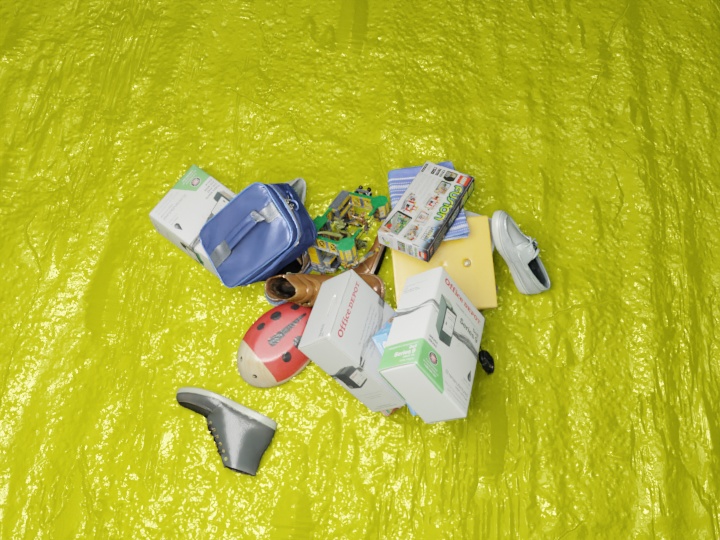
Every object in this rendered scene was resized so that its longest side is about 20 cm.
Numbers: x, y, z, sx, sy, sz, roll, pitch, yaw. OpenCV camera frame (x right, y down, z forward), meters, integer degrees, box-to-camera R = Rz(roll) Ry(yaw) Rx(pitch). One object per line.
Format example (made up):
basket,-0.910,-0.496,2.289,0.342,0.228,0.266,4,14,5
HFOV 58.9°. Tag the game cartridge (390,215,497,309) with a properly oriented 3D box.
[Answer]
game cartridge,0.159,-0.008,1.233,0.194,0.032,0.182,-5,82,2

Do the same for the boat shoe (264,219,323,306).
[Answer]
boat shoe,-0.127,-0.023,1.288,0.071,0.073,0.204,23,68,5

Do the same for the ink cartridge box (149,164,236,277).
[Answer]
ink cartridge box,-0.301,-0.093,1.295,0.198,0.085,0.147,34,70,9

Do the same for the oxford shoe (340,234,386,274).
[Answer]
oxford shoe,0.000,0.000,1.292,0.070,0.072,0.203,25,70,11

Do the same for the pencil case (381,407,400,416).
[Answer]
pencil case,0.003,0.191,1.207,0.198,0.088,0.088,36,70,11

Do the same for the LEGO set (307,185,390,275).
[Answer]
LEGO set,-0.020,-0.061,1.277,0.150,0.118,0.202,9,48,24

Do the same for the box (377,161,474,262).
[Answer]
box,0.126,-0.115,1.202,0.108,0.035,0.202,22,59,23

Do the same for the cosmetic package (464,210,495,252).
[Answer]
cosmetic package,0.175,-0.076,1.315,0.195,0.108,0.087,18,68,4

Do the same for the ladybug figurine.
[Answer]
ladybug figurine,-0.153,0.134,1.224,0.135,0.072,0.200,42,71,12

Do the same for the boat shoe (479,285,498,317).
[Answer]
boat shoe,0.216,0.098,1.266,0.067,0.075,0.204,26,75,1

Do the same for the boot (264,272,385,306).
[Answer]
boot,-0.066,0.032,1.177,0.196,0.154,0.079,7,88,37

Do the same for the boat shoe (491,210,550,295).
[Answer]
boat shoe,0.326,-0.038,1.274,0.203,0.070,0.071,58,47,-26

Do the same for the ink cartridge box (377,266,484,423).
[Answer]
ink cartridge box,0.122,0.119,1.044,0.146,0.083,0.203,47,44,-27

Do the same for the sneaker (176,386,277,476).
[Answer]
sneaker,-0.258,0.289,1.152,0.195,0.075,0.108,21,66,3

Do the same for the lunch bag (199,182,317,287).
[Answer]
lunch bag,-0.180,-0.066,1.141,0.198,0.132,0.138,-37,84,22

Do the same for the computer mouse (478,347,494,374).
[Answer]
computer mouse,0.213,0.130,1.212,0.033,0.202,0.059,-11,36,25

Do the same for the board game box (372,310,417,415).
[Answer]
board game box,0.111,0.129,1.123,0.154,0.036,0.200,61,38,-10

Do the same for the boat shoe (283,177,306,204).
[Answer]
boat shoe,-0.149,-0.126,1.281,0.066,0.073,0.203,-32,34,25

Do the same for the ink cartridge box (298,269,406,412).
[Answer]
ink cartridge box,0.003,0.123,1.095,0.200,0.083,0.147,44,45,-27

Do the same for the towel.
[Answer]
towel,0.130,-0.136,1.250,0.140,0.024,0.204,-7,50,1
